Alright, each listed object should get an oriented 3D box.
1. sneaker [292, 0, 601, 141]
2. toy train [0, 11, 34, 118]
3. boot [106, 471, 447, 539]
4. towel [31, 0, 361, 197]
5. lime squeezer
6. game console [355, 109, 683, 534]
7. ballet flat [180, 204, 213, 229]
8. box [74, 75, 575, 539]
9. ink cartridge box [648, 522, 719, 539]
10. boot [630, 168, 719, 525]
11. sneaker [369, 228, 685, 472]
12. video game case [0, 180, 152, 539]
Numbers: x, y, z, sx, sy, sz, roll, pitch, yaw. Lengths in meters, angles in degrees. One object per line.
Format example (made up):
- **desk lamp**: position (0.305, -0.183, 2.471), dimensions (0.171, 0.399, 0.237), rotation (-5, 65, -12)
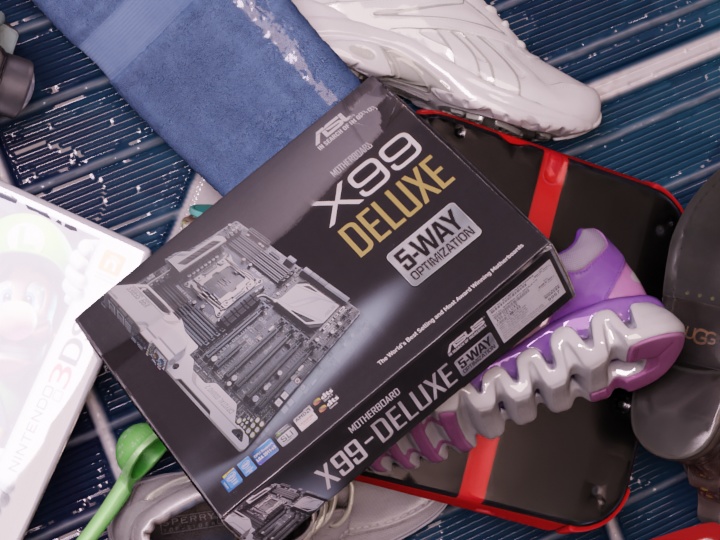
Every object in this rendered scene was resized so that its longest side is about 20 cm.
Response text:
- **sneaker**: position (0.050, -0.134, 1.074), dimensions (0.199, 0.078, 0.100), rotation (19, 82, -17)
- **toy train**: position (-0.260, -0.122, 0.956), dimensions (0.199, 0.114, 0.085), rotation (17, 95, -21)
- **boot**: position (-0.031, 0.130, 1.041), dimensions (0.199, 0.096, 0.074), rotation (-11, 94, -16)
- **towel**: position (-0.096, -0.137, 1.018), dimensions (0.200, 0.112, 0.049), rotation (48, 36, -9)
- **lime squeezer**: position (-0.125, 0.075, 1.019), dimensions (0.070, 0.038, 0.201), rotation (9, 77, -10)
- **game console**: position (0.082, 0.031, 1.047), dimensions (0.176, 0.031, 0.201), rotation (16, 84, -16)
- **ballet flat**: position (0.000, 0.000, 1.063), dimensions (0.199, 0.076, 0.064), rotation (2, 102, -14)
- **box**: position (-0.020, 0.018, 0.949), dimensions (0.200, 0.158, 0.050), rotation (-39, 141, -4)
- **ink cartridge box**: position (0.127, 0.205, 1.065), dimensions (0.199, 0.116, 0.067), rotation (-18, 95, -6)
- **boot**: position (0.215, 0.040, 1.092), dimensions (0.069, 0.174, 0.201), rotation (23, 86, 27)
- **sneaker**: position (0.059, 0.036, 0.988), dimensions (0.200, 0.081, 0.089), rotation (-19, 67, -3)
- **video game case**: position (-0.234, 0.031, 1.000), dimensions (0.199, 0.023, 0.182), rotation (24, 84, -3)
